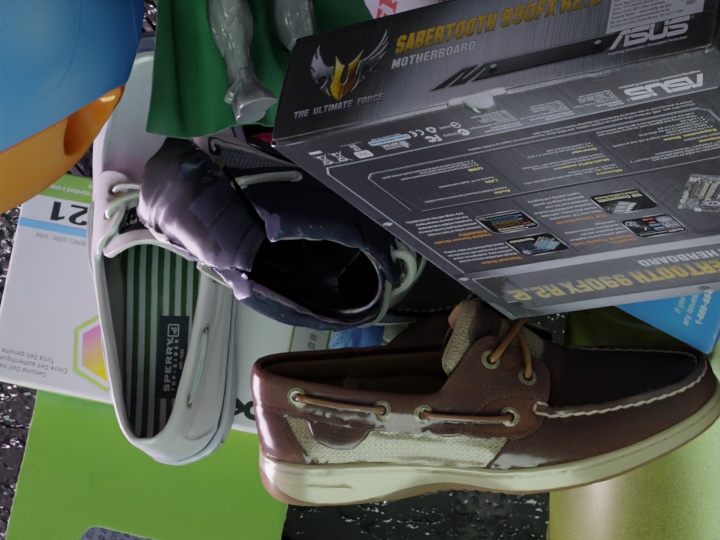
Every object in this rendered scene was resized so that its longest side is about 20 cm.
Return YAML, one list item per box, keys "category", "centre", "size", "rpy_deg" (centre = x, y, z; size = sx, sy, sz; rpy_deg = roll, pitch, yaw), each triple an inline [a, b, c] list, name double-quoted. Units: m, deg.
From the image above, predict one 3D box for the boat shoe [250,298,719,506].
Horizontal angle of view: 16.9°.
- category: "boat shoe"
  centre: [0.051, 0.048, 1.016]
  size: [0.199, 0.072, 0.072]
  rpy_deg: [-6, 113, 7]

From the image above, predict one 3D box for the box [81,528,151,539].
- category: "box"
  centre: [-0.116, 0.230, 1.351]
  size: [0.199, 0.184, 0.105]
  rpy_deg: [23, 134, -10]

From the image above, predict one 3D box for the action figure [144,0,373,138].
- category: "action figure"
  centre: [-0.050, -0.157, 0.961]
  size: [0.118, 0.201, 0.055]
  rpy_deg: [-7, 168, -37]

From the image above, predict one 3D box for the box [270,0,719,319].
- category: "box"
  centre: [0.092, -0.045, 0.891]
  size: [0.199, 0.049, 0.158]
  rpy_deg: [-9, 148, 41]

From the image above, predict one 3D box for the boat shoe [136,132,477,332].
- category: "boat shoe"
  centre: [0.000, 0.000, 1.064]
  size: [0.199, 0.093, 0.075]
  rpy_deg: [13, 110, -40]

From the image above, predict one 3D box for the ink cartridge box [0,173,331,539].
- category: "ink cartridge box"
  centre: [-0.101, 0.066, 1.160]
  size: [0.147, 0.201, 0.076]
  rpy_deg: [10, 174, 13]

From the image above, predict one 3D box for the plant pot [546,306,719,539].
- category: "plant pot"
  centre: [0.172, 0.070, 1.136]
  size: [0.199, 0.201, 0.194]
  rpy_deg: [-3, 122, 16]

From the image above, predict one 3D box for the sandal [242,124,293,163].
- category: "sandal"
  centre: [-0.028, -0.047, 1.149]
  size: [0.199, 0.045, 0.075]
  rpy_deg: [1, 135, 12]

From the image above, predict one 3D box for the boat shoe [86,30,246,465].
- category: "boat shoe"
  centre: [-0.086, -0.014, 1.093]
  size: [0.073, 0.201, 0.067]
  rpy_deg: [-9, 172, 10]

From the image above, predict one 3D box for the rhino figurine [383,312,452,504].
- category: "rhino figurine"
  centre: [0.036, 0.064, 1.148]
  size: [0.087, 0.060, 0.200]
  rpy_deg: [-28, 168, -15]

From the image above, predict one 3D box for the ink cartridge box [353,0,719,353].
- category: "ink cartridge box"
  centre: [0.091, -0.078, 1.016]
  size: [0.199, 0.085, 0.145]
  rpy_deg: [29, 138, 17]

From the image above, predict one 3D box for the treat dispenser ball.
- category: "treat dispenser ball"
  centre: [-0.190, -0.116, 1.007]
  size: [0.200, 0.201, 0.201]
  rpy_deg: [7, 136, 6]

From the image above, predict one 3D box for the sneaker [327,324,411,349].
- category: "sneaker"
  centre: [-0.060, 0.065, 1.260]
  size: [0.089, 0.079, 0.200]
  rpy_deg: [35, 124, -12]
